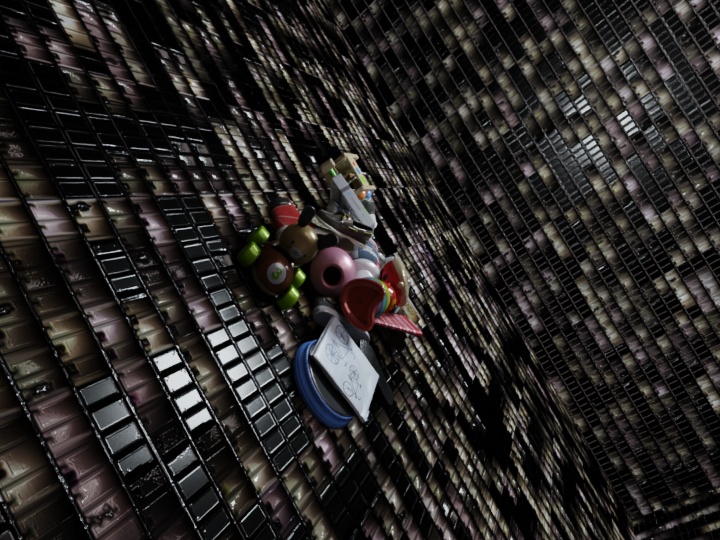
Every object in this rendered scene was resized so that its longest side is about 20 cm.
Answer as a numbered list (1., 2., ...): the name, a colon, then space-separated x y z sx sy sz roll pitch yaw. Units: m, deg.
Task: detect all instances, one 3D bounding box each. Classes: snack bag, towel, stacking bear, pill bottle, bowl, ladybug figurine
1. snack bag: -0.030 0.225 1.285 0.202 0.021 0.189 53 23 -11
2. towel: 0.064 0.136 1.518 0.193 0.023 0.145 16 8 -17
3. stacking bear: 0.034 0.072 1.431 0.111 0.125 0.199 27 11 20
4. pill bottle: 0.000 0.000 1.607 0.120 0.118 0.203 44 23 -28
5. bowl: -0.071 0.249 1.244 0.201 0.039 0.204 47 25 -28
6. ladybug figurine: 0.095 0.036 1.598 0.200 0.069 0.142 157 -75 -87

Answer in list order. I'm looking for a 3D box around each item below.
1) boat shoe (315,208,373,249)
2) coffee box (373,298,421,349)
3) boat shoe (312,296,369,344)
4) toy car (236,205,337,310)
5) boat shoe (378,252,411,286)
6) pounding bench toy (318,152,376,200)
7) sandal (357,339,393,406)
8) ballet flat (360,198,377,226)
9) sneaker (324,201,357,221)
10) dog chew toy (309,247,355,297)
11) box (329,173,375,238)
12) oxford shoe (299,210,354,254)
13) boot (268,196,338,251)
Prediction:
1. boat shoe: -0.043 -0.126 1.503 0.198 0.061 0.072 27 14 -44
2. coffee box: 0.110 0.148 1.708 0.115 0.079 0.199 57 22 1
3. boat shoe: -0.050 0.130 1.420 0.197 0.069 0.068 33 33 -34
4. toy car: -0.149 -0.047 1.249 0.165 0.197 0.159 48 23 -19
5. boat shoe: 0.100 -0.004 1.762 0.071 0.069 0.202 24 22 -37
6. pounding bench toy: -0.053 -0.294 1.877 0.159 0.122 0.199 59 22 4
7. sandal: 0.029 0.273 1.437 0.205 0.044 0.076 65 23 -22
8. ballet flat: 0.023 -0.152 1.813 0.070 0.066 0.202 60 -16 25
9. sneaker: -0.080 -0.131 1.674 0.081 0.116 0.199 44 -4 -30
10. dog chew toy: -0.073 -0.004 1.473 0.126 0.123 0.200 53 6 -9
11. box: -0.029 -0.181 1.746 0.203 0.040 0.157 57 -17 18
12. oxford shoe: -0.109 -0.098 1.569 0.196 0.058 0.077 31 58 -8
13. boot: -0.152 -0.133 1.488 0.195 0.073 0.148 10 47 -39
